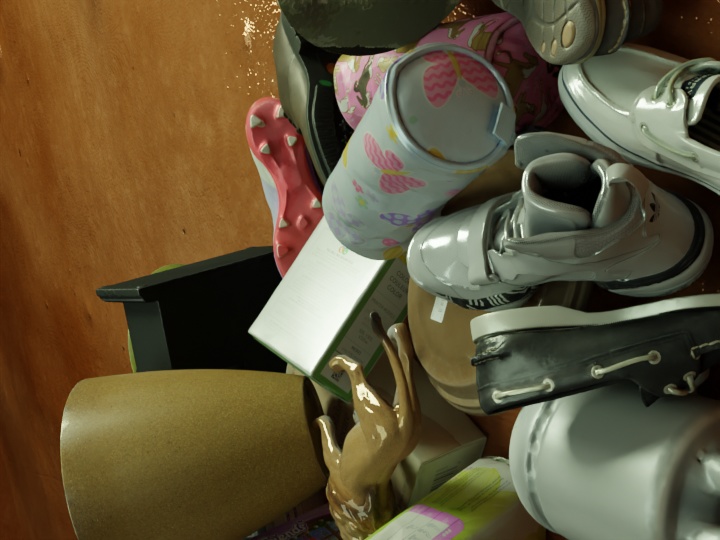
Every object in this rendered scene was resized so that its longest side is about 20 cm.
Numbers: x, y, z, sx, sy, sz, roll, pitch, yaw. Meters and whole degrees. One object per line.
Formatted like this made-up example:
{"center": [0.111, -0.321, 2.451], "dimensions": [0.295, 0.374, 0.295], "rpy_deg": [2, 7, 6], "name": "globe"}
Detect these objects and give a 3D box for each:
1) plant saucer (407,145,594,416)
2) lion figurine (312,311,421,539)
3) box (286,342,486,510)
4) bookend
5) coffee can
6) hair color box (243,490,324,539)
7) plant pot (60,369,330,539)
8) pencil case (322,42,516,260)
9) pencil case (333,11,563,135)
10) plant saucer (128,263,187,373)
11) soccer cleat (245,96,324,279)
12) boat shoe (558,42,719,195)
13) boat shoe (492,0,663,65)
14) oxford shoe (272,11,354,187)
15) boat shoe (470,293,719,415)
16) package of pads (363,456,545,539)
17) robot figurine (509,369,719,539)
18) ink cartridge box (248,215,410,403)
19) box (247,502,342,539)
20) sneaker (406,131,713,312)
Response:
{"center": [0.091, 0.001, 0.717], "dimensions": [0.200, 0.029, 0.203], "rpy_deg": [-36, 47, 50], "name": "plant saucer"}
{"center": [0.011, 0.137, 0.777], "dimensions": [0.202, 0.071, 0.124], "rpy_deg": [98, 158, -48], "name": "lion figurine"}
{"center": [0.016, 0.127, 0.916], "dimensions": [0.200, 0.077, 0.096], "rpy_deg": [45, 136, 38], "name": "box"}
{"center": [-0.142, 0.092, 1.028], "dimensions": [0.091, 0.197, 0.203], "rpy_deg": [-2, 102, 49], "name": "bookend"}
{"center": [-0.017, -0.269, 0.700], "dimensions": [0.148, 0.144, 0.202], "rpy_deg": [109, 149, -42], "name": "coffee can"}
{"center": [-0.090, 0.262, 1.040], "dimensions": [0.200, 0.064, 0.111], "rpy_deg": [-46, -53, -77], "name": "hair color box"}
{"center": [-0.130, 0.162, 0.883], "dimensions": [0.186, 0.197, 0.189], "rpy_deg": [-15, -90, -85], "name": "plant pot"}
{"center": [0.033, -0.071, 0.680], "dimensions": [0.090, 0.084, 0.200], "rpy_deg": [35, 159, -1], "name": "pencil case"}
{"center": [0.061, -0.137, 0.735], "dimensions": [0.199, 0.082, 0.088], "rpy_deg": [10, 125, 55], "name": "pencil case"}
{"center": [-0.171, 0.087, 1.105], "dimensions": [0.031, 0.199, 0.203], "rpy_deg": [-17, 88, 30], "name": "plant saucer"}
{"center": [-0.066, -0.071, 0.993], "dimensions": [0.076, 0.066, 0.203], "rpy_deg": [-113, 7, -82], "name": "soccer cleat"}
{"center": [0.192, -0.087, 0.554], "dimensions": [0.199, 0.074, 0.067], "rpy_deg": [36, 166, 31], "name": "boat shoe"}
{"center": [0.125, -0.193, 0.629], "dimensions": [0.075, 0.072, 0.202], "rpy_deg": [98, 162, -45], "name": "boat shoe"}
{"center": [-0.031, -0.144, 0.894], "dimensions": [0.084, 0.072, 0.203], "rpy_deg": [-47, 51, 56], "name": "oxford shoe"}
{"center": [0.162, 0.049, 0.587], "dimensions": [0.074, 0.197, 0.061], "rpy_deg": [37, -131, -71], "name": "boat shoe"}
{"center": [0.066, 0.248, 0.774], "dimensions": [0.068, 0.199, 0.157], "rpy_deg": [16, 116, 39], "name": "package of pads"}
{"center": [0.174, 0.128, 0.641], "dimensions": [0.199, 0.112, 0.172], "rpy_deg": [14, 88, 54], "name": "robot figurine"}
{"center": [0.000, 0.000, 0.867], "dimensions": [0.103, 0.059, 0.202], "rpy_deg": [27, 82, 49], "name": "ink cartridge box"}
{"center": [-0.011, 0.264, 0.901], "dimensions": [0.136, 0.198, 0.040], "rpy_deg": [27, 127, 48], "name": "box"}
{"center": [0.094, -0.028, 0.591], "dimensions": [0.198, 0.114, 0.076], "rpy_deg": [-3, 69, 37], "name": "sneaker"}
